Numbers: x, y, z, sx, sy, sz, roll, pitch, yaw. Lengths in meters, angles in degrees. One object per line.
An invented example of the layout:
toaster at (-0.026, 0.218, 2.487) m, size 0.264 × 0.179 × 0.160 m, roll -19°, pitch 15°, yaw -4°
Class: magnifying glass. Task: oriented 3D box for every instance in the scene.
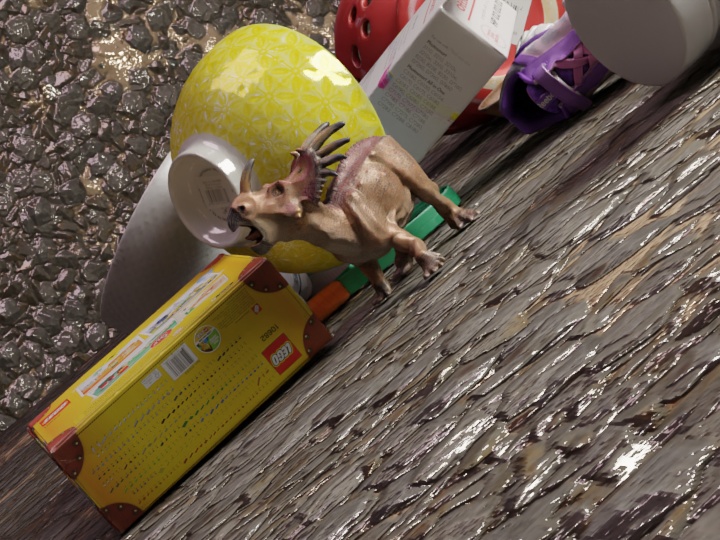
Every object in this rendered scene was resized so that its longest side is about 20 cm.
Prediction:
magnifying glass at (0.000, 0.000, 1.328) m, size 0.200 × 0.022 × 0.080 m, roll -42°, pitch 7°, yaw -15°

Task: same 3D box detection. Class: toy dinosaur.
toy dinosaur at (0.003, -0.056, 1.177) m, size 0.086 × 0.136 × 0.200 m, roll -36°, pitch 7°, yaw 31°

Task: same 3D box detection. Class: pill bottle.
pill bottle at (0.227, -0.212, 1.074) m, size 0.200 × 0.114 × 0.114 m, roll -43°, pitch 7°, yaw -25°

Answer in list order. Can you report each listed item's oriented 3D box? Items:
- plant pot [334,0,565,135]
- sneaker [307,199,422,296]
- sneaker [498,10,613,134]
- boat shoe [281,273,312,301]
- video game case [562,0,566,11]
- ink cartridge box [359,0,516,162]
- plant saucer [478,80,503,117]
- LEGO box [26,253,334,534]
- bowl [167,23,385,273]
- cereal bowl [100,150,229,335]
plant pot at (0.092, -0.234, 1.656) m, size 0.200 × 0.201 × 0.182 m, roll -41°, pitch 14°, yaw -12°
sneaker at (-0.023, -0.040, 1.456) m, size 0.200 × 0.080 × 0.071 m, roll -33°, pitch 9°, yaw 46°
sneaker at (0.167, -0.161, 1.271) m, size 0.089 × 0.080 × 0.200 m, roll -51°, pitch 7°, yaw -32°
boat shoe at (-0.122, 0.063, 1.457) m, size 0.200 × 0.071 × 0.070 m, roll -43°, pitch -22°, yaw 11°
video game case at (0.274, -0.260, 1.351) m, size 0.182 × 0.023 × 0.200 m, roll -36°, pitch 16°, yaw -10°
ink cartridge box at (0.060, -0.164, 1.343) m, size 0.200 × 0.068 × 0.115 m, roll -50°, pitch 11°, yaw 26°
plant saucer at (0.192, -0.192, 1.487) m, size 0.200 × 0.037 × 0.200 m, roll -40°, pitch 6°, yaw 5°
LEGO box at (-0.132, 0.081, 1.200) m, size 0.200 × 0.077 × 0.149 m, roll -42°, pitch 12°, yaw -11°
bowl at (-0.083, -0.075, 1.287) m, size 0.108 × 0.201 × 0.200 m, roll -34°, pitch 2°, yaw -39°
cereal bowl at (-0.147, -0.024, 1.489) m, size 0.201 × 0.083 × 0.200 m, roll -63°, pitch -6°, yaw -11°
